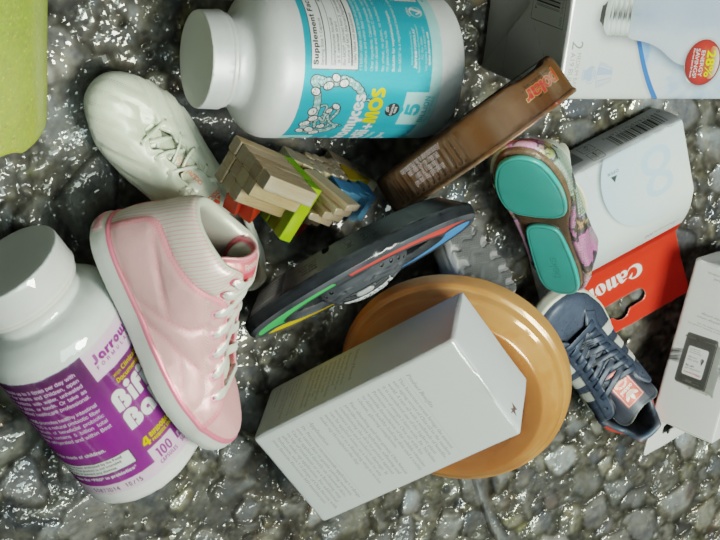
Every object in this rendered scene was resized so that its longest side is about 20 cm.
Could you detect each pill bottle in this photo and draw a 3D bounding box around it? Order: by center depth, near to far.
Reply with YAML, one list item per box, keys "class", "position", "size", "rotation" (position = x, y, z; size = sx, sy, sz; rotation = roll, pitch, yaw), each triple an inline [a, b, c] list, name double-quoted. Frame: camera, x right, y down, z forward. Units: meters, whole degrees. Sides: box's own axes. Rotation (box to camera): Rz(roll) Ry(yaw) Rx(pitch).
- class: "pill bottle"
  position: [-0.207, 0.068, 1.062]
  size: [0.112, 0.112, 0.201]
  rotation: [-37, 124, -10]
- class: "pill bottle"
  position: [-0.030, -0.154, 1.065]
  size: [0.197, 0.111, 0.112]
  rotation: [-3, 112, -27]

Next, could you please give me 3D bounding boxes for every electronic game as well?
- class: "electronic game"
  position: [0.000, 0.000, 1.112]
  size: [0.198, 0.200, 0.042]
  rotation: [-26, 85, -17]

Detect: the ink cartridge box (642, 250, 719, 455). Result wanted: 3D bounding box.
- class: "ink cartridge box"
  position: [0.343, 0.086, 1.369]
  size: [0.115, 0.066, 0.203]
  rotation: [-13, 120, -54]

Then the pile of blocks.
- class: "pile of blocks"
  position: [-0.042, -0.048, 1.085]
  size: [0.063, 0.082, 0.199]
  rotation: [-56, 159, 16]

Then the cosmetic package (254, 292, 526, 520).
- class: "cosmetic package"
  position: [0.024, 0.112, 1.162]
  size: [0.198, 0.072, 0.102]
  rotation: [-27, 113, 26]

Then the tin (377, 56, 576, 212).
- class: "tin"
  position: [0.084, -0.100, 1.096]
  size: [0.042, 0.200, 0.112]
  rotation: [51, 57, -5]

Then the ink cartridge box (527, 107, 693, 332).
- class: "ink cartridge box"
  position: [0.231, -0.023, 1.299]
  size: [0.159, 0.047, 0.202]
  rotation: [-27, 119, -16]

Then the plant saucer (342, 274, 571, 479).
- class: "plant saucer"
  position: [0.077, 0.098, 1.206]
  size: [0.197, 0.038, 0.203]
  rotation: [6, 121, 10]

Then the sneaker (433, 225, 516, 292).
- class: "sneaker"
  position: [0.097, 0.057, 1.245]
  size: [0.075, 0.081, 0.202]
  rotation: [-39, 113, -53]

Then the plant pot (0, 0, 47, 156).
- class: "plant pot"
  position: [-0.270, -0.168, 0.897]
  size: [0.198, 0.201, 0.186]
  rotation: [-17, 129, -21]

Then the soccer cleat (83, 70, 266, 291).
- class: "soccer cleat"
  position: [-0.129, -0.066, 1.068]
  size: [0.069, 0.077, 0.201]
  rotation: [-41, 123, -7]

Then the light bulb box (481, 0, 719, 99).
- class: "light bulb box"
  position: [0.220, -0.245, 1.153]
  size: [0.197, 0.125, 0.201]
  rotation: [-4, 112, -26]

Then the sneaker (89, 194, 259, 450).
- class: "sneaker"
  position: [-0.108, 0.036, 1.040]
  size: [0.103, 0.076, 0.202]
  rotation: [-17, 112, 16]

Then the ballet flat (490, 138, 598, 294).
- class: "ballet flat"
  position: [0.154, -0.060, 1.172]
  size: [0.072, 0.068, 0.201]
  rotation: [-67, 148, -27]

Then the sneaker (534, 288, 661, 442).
- class: "sneaker"
  position: [0.221, 0.088, 1.298]
  size: [0.075, 0.085, 0.200]
  rotation: [-44, 135, 1]
